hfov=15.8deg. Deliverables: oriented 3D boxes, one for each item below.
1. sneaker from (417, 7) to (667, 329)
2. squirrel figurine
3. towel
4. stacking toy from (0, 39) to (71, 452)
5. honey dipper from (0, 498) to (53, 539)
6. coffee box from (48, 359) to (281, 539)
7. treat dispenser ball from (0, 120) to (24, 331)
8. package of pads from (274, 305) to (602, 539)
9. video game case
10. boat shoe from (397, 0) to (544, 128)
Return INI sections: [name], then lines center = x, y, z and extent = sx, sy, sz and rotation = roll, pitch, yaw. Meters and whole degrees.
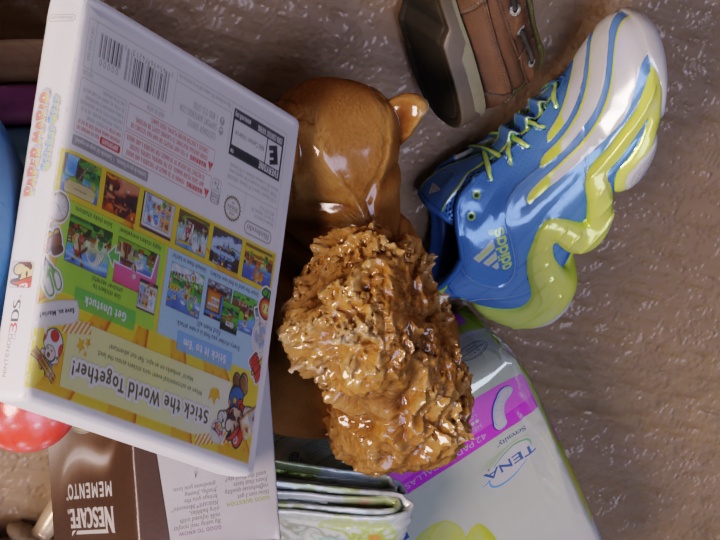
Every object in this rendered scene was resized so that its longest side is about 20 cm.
[sneaker]
center = 0.097, -0.057, 1.458
extent = 0.105, 0.076, 0.200
rotation = 7, 113, -31
[squirrel figurine]
center = 0.000, 0.000, 1.359
extent = 0.141, 0.200, 0.187
rotation = -7, 119, -18
[towel]
center = -0.077, 0.181, 1.464
extent = 0.171, 0.048, 0.200
rotation = 10, 129, -16
[stacking toy]
center = -0.170, -0.011, 1.280
extent = 0.085, 0.085, 0.200
rotation = -4, 91, -28
[honey dipper]
center = -0.151, 0.103, 1.435
extent = 0.038, 0.038, 0.200
rotation = 25, 100, -37
[coffee box]
center = -0.106, 0.043, 1.322
extent = 0.080, 0.114, 0.200
rotation = -2, 84, -29
[treat dispenser ball]
center = -0.244, -0.014, 1.147
extent = 0.201, 0.201, 0.201
rotation = -13, 122, -23
[package of pads]
center = 0.050, 0.135, 1.544
extent = 0.154, 0.068, 0.200
rotation = -32, 128, -9
[video game case]
center = -0.094, -0.011, 1.198
extent = 0.200, 0.023, 0.182
rotation = 28, 66, -60
[boat shoe]
center = 0.053, -0.172, 1.379
extent = 0.068, 0.072, 0.200
rotation = -29, 136, -17
